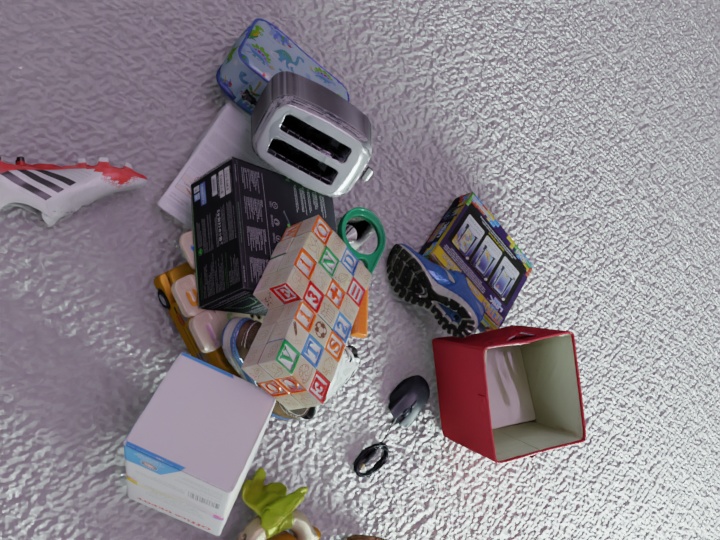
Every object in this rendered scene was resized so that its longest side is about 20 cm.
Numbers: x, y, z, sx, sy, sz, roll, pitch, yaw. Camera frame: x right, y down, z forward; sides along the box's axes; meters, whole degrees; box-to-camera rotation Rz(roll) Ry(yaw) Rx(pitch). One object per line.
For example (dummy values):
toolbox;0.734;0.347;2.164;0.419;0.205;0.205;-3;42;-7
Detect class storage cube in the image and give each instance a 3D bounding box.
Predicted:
storage cube;0.236;0.193;1.051;0.170;0.180;0.202;-8;92;-20

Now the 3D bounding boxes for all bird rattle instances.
bird rattle;-0.128;0.381;0.857;0.163;0.112;0.201;48;61;-35

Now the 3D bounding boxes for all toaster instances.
toaster;-0.072;-0.187;0.872;0.199;0.114;0.129;27;23;-21

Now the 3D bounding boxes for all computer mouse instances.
computer mouse;0.056;0.251;1.038;0.059;0.034;0.200;47;60;-18

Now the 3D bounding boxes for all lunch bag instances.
lunch bag;-0.112;-0.280;0.985;0.200;0.082;0.162;36;41;-24

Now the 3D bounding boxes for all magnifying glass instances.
magnifying glass;0.000;0.000;0.954;0.079;0.022;0.202;14;64;-29

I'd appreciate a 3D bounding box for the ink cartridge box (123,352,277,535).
ink cartridge box;-0.196;0.219;0.776;0.128;0.200;0.126;24;51;-1

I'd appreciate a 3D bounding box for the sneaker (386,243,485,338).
sneaker;0.127;0.027;1.083;0.200;0.079;0.089;44;36;15

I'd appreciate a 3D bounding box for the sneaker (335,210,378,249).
sneaker;-0.052;-0.040;0.998;0.200;0.081;0.075;-37;103;-31

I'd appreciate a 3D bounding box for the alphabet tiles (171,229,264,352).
alphabet tiles;-0.163;0.027;0.866;0.200;0.015;0.197;-33;100;-53

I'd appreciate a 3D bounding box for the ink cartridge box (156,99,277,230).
ink cartridge box;-0.186;-0.125;0.953;0.162;0.050;0.201;38;69;-22

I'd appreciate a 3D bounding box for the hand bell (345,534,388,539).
hand bell;0.005;0.507;0.937;0.104;0.104;0.202;16;84;-30

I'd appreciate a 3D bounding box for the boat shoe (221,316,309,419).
boat shoe;-0.104;0.138;0.824;0.073;0.072;0.200;-65;145;-29

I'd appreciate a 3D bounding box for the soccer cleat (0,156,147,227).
soccer cleat;-0.373;-0.098;0.811;0.199;0.068;0.086;-3;91;-30

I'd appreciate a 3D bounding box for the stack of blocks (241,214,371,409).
stack of blocks;-0.067;0.047;0.763;0.115;0.058;0.201;48;44;-29

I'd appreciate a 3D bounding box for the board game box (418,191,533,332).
board game box;0.214;-0.014;1.182;0.200;0.057;0.166;47;62;-17

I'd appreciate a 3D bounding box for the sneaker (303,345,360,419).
sneaker;-0.046;0.114;0.931;0.075;0.202;0.115;31;39;19

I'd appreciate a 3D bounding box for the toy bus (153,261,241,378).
toy bus;-0.203;0.084;0.874;0.065;0.078;0.201;-30;97;-34

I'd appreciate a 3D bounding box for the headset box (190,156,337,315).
headset box;-0.116;-0.033;0.864;0.199;0.092;0.176;11;65;-49
